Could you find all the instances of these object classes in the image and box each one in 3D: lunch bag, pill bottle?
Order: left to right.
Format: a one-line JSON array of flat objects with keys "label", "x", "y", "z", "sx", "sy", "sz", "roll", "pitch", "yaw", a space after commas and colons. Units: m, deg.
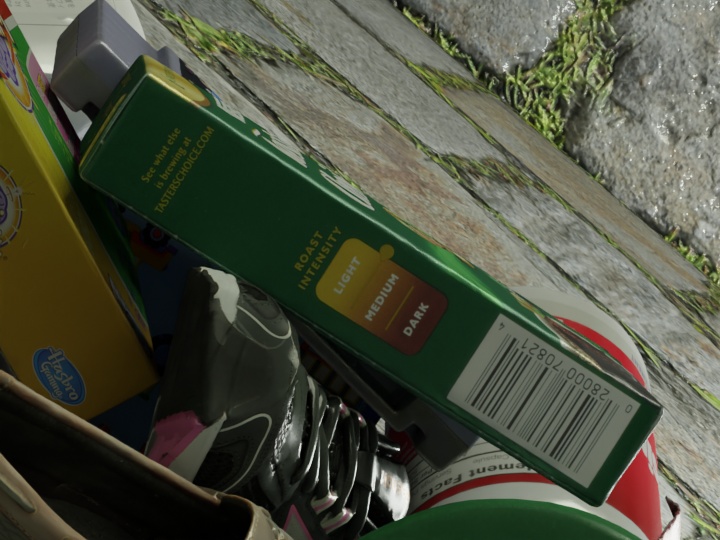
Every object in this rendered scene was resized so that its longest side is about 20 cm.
[{"label": "lunch bag", "x": -0.081, "y": 0.029, "z": 1.266, "sx": 0.150, "sy": 0.094, "sz": 0.200, "roll": 34, "pitch": 2, "yaw": -10}, {"label": "pill bottle", "x": 0.063, "y": 0.104, "z": 1.165, "sx": 0.112, "sy": 0.112, "sz": 0.200, "roll": 35, "pitch": 29, "yaw": -20}]

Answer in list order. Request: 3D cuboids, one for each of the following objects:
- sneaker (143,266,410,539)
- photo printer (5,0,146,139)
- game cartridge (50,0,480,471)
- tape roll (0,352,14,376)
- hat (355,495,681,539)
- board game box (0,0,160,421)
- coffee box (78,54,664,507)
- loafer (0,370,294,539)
[{"label": "sneaker", "x": -0.024, "y": 0.057, "z": 0.954, "sx": 0.086, "sy": 0.080, "sz": 0.200, "roll": 12, "pitch": -15, "yaw": -1}, {"label": "photo printer", "x": -0.189, "y": -0.103, "z": 1.226, "sx": 0.200, "sy": 0.070, "sz": 0.166, "roll": -1, "pitch": 40, "yaw": -29}, {"label": "game cartridge", "x": -0.034, "y": -0.018, "z": 1.106, "sx": 0.200, "sy": 0.038, "sz": 0.130, "roll": 45, "pitch": 10, "yaw": -12}, {"label": "tape roll", "x": -0.202, "y": -0.012, "z": 1.039, "sx": 0.202, "sy": 0.071, "sz": 0.202, "roll": 37, "pitch": 10, "yaw": -8}, {"label": "hat", "x": 0.055, "y": 0.171, "z": 0.982, "sx": 0.166, "sy": 0.200, "sz": 0.176, "roll": 61, "pitch": -3, "yaw": 19}, {"label": "board game box", "x": -0.133, "y": -0.063, "z": 0.966, "sx": 0.200, "sy": 0.040, "sz": 0.153, "roll": 63, "pitch": 2, "yaw": -23}, {"label": "coffee box", "x": 0.000, "y": 0.000, "z": 0.981, "sx": 0.200, "sy": 0.044, "sz": 0.123, "roll": 32, "pitch": 3, "yaw": -6}, {"label": "loafer", "x": -0.057, "y": 0.085, "z": 0.842, "sx": 0.200, "sy": 0.063, "sz": 0.072, "roll": 27, "pitch": 31, "yaw": -23}]
